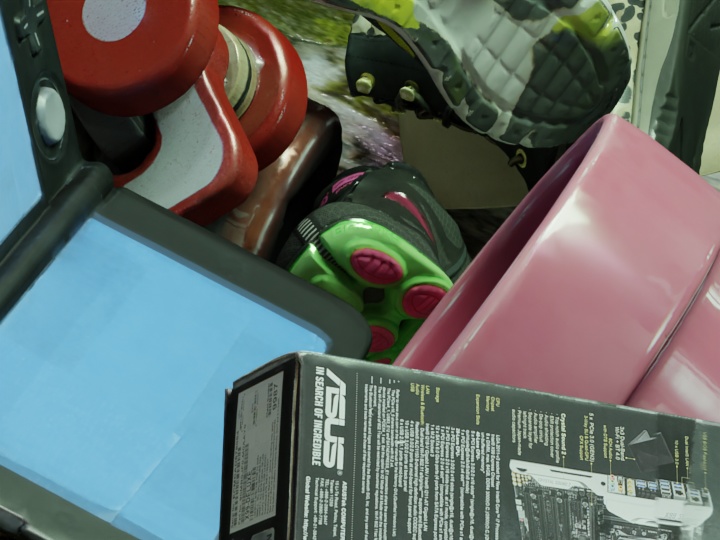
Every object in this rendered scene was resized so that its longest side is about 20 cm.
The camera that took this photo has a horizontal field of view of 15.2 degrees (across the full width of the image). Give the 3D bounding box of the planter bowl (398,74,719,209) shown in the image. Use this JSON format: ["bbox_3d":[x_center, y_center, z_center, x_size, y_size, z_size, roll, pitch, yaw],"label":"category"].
[{"bbox_3d":[0.107,-0.116,1.280,0.200,0.135,0.200,-10,9,2],"label":"planter bowl"}]

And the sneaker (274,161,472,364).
[{"bbox_3d":[0.000,0.000,1.044,0.084,0.077,0.200,63,7,12],"label":"sneaker"}]

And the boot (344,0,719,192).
[{"bbox_3d":[0.065,-0.054,1.157,0.153,0.204,0.073,10,-10,27],"label":"boot"}]

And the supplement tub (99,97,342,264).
[{"bbox_3d":[-0.115,-0.055,1.097,0.200,0.107,0.107,24,22,9],"label":"supplement tub"}]

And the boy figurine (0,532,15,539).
[{"bbox_3d":[-0.164,0.101,0.756,0.199,0.065,0.124,4,25,-31],"label":"boy figurine"}]

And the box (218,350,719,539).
[{"bbox_3d":[0.039,0.131,0.718,0.157,0.201,0.050,10,-19,-25],"label":"box"}]

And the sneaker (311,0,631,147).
[{"bbox_3d":[0.026,-0.123,1.062,0.200,0.075,0.085,33,17,-29],"label":"sneaker"}]

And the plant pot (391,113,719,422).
[{"bbox_3d":[0.091,0.079,0.886,0.179,0.200,0.200,37,23,-2],"label":"plant pot"}]

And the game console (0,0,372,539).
[{"bbox_3d":[-0.084,-0.014,0.833,0.116,0.176,0.200,-3,24,16],"label":"game console"}]

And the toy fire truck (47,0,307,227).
[{"bbox_3d":[-0.127,-0.084,1.005,0.200,0.168,0.112,65,12,21],"label":"toy fire truck"}]
